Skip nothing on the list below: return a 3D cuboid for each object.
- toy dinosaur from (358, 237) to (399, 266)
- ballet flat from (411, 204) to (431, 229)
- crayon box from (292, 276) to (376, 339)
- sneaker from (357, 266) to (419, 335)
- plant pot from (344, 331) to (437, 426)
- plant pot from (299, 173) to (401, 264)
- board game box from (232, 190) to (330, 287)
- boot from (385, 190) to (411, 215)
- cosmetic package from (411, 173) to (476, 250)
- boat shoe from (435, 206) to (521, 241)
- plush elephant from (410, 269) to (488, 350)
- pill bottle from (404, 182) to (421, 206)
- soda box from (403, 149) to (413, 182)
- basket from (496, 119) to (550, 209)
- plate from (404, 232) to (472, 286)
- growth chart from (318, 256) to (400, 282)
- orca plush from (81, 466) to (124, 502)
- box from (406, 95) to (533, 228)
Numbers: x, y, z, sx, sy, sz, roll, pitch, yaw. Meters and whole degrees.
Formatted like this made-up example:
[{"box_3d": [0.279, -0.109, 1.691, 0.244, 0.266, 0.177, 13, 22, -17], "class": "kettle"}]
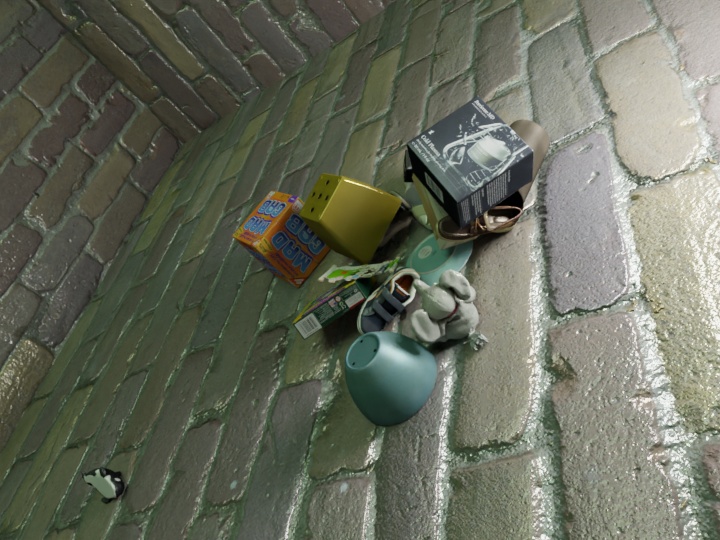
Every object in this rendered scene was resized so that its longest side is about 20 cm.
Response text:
[{"box_3d": [0.054, -0.061, 1.654, 0.088, 0.047, 0.200, -9, 42, 52], "class": "toy dinosaur"}, {"box_3d": [0.202, -0.138, 1.555, 0.200, 0.069, 0.070, 0, 52, 49], "class": "ballet flat"}, {"box_3d": [-0.063, 0.080, 1.546, 0.200, 0.058, 0.173, -34, 6, 16], "class": "crayon box"}, {"box_3d": [0.067, 0.073, 1.434, 0.200, 0.078, 0.079, -55, 17, -11], "class": "sneaker"}, {"box_3d": [0.043, 0.208, 1.270, 0.200, 0.135, 0.200, -29, 36, 23], "class": "plant pot"}, {"box_3d": [-0.045, -0.158, 1.627, 0.200, 0.176, 0.200, 24, 85, 59], "class": "plant pot"}, {"box_3d": [-0.238, -0.103, 1.878, 0.200, 0.200, 0.200, -51, 32, -11], "class": "board game box"}, {"box_3d": [0.058, -0.151, 1.712, 0.154, 0.073, 0.204, -49, 18, -5], "class": "boot"}, {"box_3d": [0.207, -0.162, 1.433, 0.105, 0.201, 0.071, -17, -12, -10], "class": "cosmetic package"}, {"box_3d": [0.270, -0.113, 1.353, 0.072, 0.199, 0.072, 121, 141, -73], "class": "boat shoe"}, {"box_3d": [0.169, 0.076, 1.258, 0.165, 0.155, 0.200, -46, 32, -3], "class": "plush elephant"}, {"box_3d": [0.185, -0.278, 1.688, 0.112, 0.112, 0.200, -16, 41, 37], "class": "pill bottle"}, {"box_3d": [0.215, -0.276, 1.580, 0.199, 0.071, 0.064, 0, 66, -1], "class": "soda box"}, {"box_3d": [0.363, -0.259, 1.454, 0.180, 0.136, 0.200, 18, 62, 42], "class": "basket"}, {"box_3d": [0.188, -0.039, 1.494, 0.200, 0.026, 0.201, -29, 36, 24], "class": "plate"}, {"box_3d": [0.000, 0.000, 1.502, 0.199, 0.018, 0.145, -7, 14, 9], "class": "growth chart"}, {"box_3d": [-0.744, 0.624, 1.768, 0.200, 0.071, 0.106, -20, 84, 40], "class": "orca plush"}, {"box_3d": [0.240, -0.238, 1.315, 0.196, 0.124, 0.200, -33, 62, -4], "class": "box"}]
